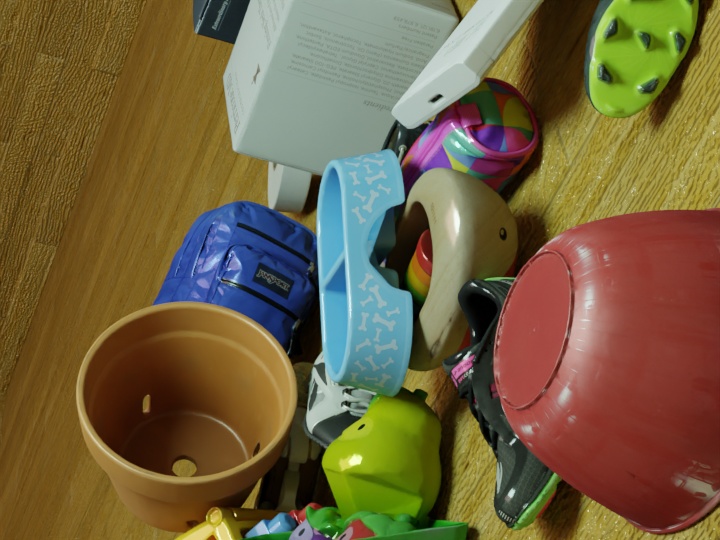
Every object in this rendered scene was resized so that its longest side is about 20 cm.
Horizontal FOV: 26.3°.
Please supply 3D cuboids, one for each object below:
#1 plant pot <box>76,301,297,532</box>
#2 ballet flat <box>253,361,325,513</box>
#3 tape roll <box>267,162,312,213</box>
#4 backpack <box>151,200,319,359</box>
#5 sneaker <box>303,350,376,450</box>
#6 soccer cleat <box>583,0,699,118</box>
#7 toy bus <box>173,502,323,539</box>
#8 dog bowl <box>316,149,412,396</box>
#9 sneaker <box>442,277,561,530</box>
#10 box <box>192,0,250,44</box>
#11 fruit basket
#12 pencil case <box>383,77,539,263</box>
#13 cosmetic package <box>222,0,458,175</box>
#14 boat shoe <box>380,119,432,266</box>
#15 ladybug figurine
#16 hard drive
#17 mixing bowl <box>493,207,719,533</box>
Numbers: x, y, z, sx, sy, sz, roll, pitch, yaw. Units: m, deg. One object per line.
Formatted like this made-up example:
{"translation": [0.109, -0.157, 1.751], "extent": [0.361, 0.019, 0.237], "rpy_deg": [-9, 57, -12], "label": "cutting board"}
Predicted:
{"translation": [-0.163, 0.150, 1.436], "extent": [0.141, 0.198, 0.201], "rpy_deg": [101, 170, -49], "label": "plant pot"}
{"translation": [-0.065, 0.191, 1.481], "extent": [0.071, 0.070, 0.202], "rpy_deg": [-145, 65, -70], "label": "ballet flat"}
{"translation": [-0.076, -0.166, 1.771], "extent": [0.203, 0.037, 0.205], "rpy_deg": [-173, 90, -82], "label": "tape roll"}
{"translation": [-0.120, 0.031, 1.641], "extent": [0.167, 0.162, 0.201], "rpy_deg": [-15, 49, 59], "label": "backpack"}
{"translation": [-0.007, 0.102, 1.374], "extent": [0.200, 0.074, 0.089], "rpy_deg": [-114, 45, -66], "label": "sneaker"}
{"translation": [0.198, -0.199, 1.041], "extent": [0.081, 0.067, 0.202], "rpy_deg": [-99, 25, -88], "label": "soccer cleat"}
{"translation": [-0.088, 0.306, 1.383], "extent": [0.192, 0.135, 0.201], "rpy_deg": [-40, 59, 23], "label": "toy bus"}
{"translation": [0.000, 0.000, 1.221], "extent": [0.112, 0.049, 0.202], "rpy_deg": [126, 144, -65], "label": "dog bowl"}
{"translation": [0.096, 0.090, 1.069], "extent": [0.077, 0.083, 0.201], "rpy_deg": [123, 154, -45], "label": "sneaker"}
{"translation": [-0.065, -0.313, 1.654], "extent": [0.105, 0.198, 0.148], "rpy_deg": [-93, 26, -42], "label": "box"}
{"translation": [-0.003, 0.194, 1.213], "extent": [0.215, 0.154, 0.218], "rpy_deg": [176, 90, -68], "label": "fruit basket"}
{"translation": [0.069, -0.072, 1.273], "extent": [0.200, 0.088, 0.089], "rpy_deg": [128, 151, -48], "label": "pencil case"}
{"translation": [-0.025, -0.218, 1.524], "extent": [0.168, 0.165, 0.201], "rpy_deg": [-105, 33, -55], "label": "cosmetic package"}
{"translation": [0.022, -0.070, 1.441], "extent": [0.076, 0.060, 0.201], "rpy_deg": [-95, 26, -44], "label": "boat shoe"}
{"translation": [0.070, 0.002, 1.202], "extent": [0.200, 0.071, 0.137], "rpy_deg": [116, 149, -55], "label": "ladybug figurine"}
{"translation": [0.111, -0.204, 1.197], "extent": [0.200, 0.027, 0.132], "rpy_deg": [-53, 10, -22], "label": "hard drive"}
{"translation": [0.148, 0.046, 0.918], "extent": [0.200, 0.108, 0.202], "rpy_deg": [-165, 90, -72], "label": "mixing bowl"}
